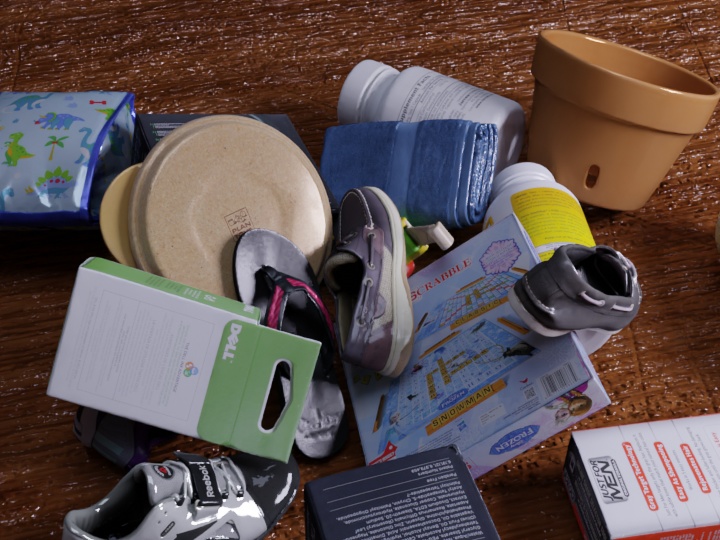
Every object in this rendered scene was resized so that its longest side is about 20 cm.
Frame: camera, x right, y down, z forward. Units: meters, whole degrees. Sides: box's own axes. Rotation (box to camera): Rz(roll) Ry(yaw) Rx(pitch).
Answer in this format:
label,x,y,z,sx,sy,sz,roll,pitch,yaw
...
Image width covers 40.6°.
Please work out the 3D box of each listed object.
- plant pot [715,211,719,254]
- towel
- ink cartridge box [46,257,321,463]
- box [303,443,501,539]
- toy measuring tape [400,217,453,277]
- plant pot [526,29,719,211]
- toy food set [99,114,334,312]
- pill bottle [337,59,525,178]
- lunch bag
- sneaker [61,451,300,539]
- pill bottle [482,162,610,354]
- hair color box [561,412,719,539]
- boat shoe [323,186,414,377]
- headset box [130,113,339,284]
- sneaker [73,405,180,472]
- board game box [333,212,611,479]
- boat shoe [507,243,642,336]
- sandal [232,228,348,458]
label,x,y,z,sx,sy,sz,roll,pitch,yaw
plant pot,0.438,-0.018,0.904,0.184,0.191,0.200,-21,31,-22
towel,0.046,-0.099,1.016,0.197,0.048,0.114,5,79,34
ink cartridge box,-0.138,0.071,0.777,0.196,0.106,0.059,17,6,-6
box,0.037,0.246,0.579,0.102,0.203,0.183,-11,42,-14
toy measuring tape,0.028,-0.014,0.922,0.072,0.075,0.200,-13,5,-14
plant pot,0.263,-0.157,1.041,0.196,0.142,0.201,14,25,-6
toy food set,-0.114,-0.035,0.861,0.200,0.199,0.048,-44,13,-25
pill bottle,0.076,-0.164,1.098,0.198,0.116,0.114,26,48,26
lunch bag,-0.332,-0.101,1.021,0.166,0.130,0.201,-1,30,5
sneaker,-0.133,0.178,0.745,0.197,0.090,0.074,-24,45,-26
pill bottle,0.175,-0.016,0.940,0.102,0.106,0.202,-3,42,-3
hair color box,0.269,0.172,0.764,0.195,0.062,0.103,-5,42,-6
boat shoe,0.000,0.000,0.848,0.064,0.072,0.203,12,48,-25
headset box,-0.135,-0.078,0.996,0.171,0.094,0.201,-4,41,-25
sneaker,-0.156,0.099,0.860,0.087,0.075,0.200,36,58,11
board game box,0.082,0.075,0.818,0.198,0.041,0.202,-31,41,14
boat shoe,0.187,0.010,0.765,0.198,0.057,0.067,-7,56,-53
sandal,-0.051,0.057,0.822,0.074,0.045,0.204,-16,84,-26
